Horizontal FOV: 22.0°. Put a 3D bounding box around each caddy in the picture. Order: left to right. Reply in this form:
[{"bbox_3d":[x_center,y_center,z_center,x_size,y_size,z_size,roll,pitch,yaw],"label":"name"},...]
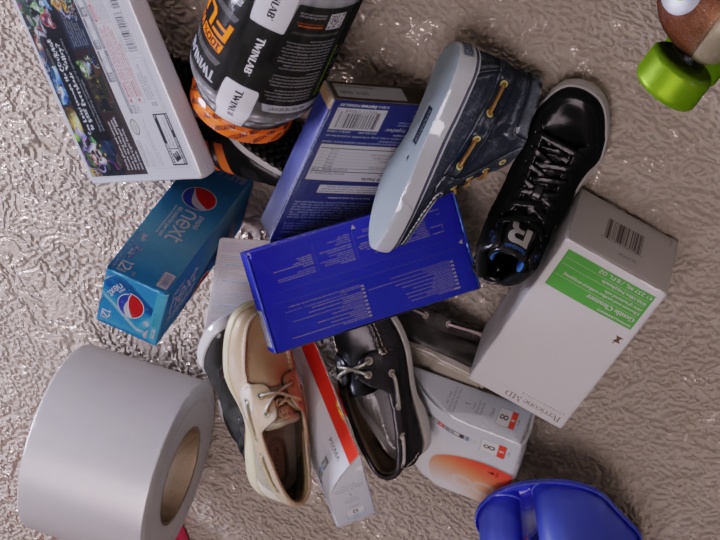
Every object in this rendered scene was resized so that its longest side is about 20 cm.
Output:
[{"bbox_3d":[0.199,0.278,1.848,0.141,0.105,0.200,-20,137,25],"label":"caddy"}]

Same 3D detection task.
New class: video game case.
[{"bbox_3d":[-0.227,-0.174,1.686,0.181,0.023,0.201,1,119,49],"label":"video game case"}]

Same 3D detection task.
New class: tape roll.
[{"bbox_3d":[-0.249,0.192,1.914,0.139,0.203,0.203,17,130,11],"label":"tape roll"}]

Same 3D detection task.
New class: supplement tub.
[{"bbox_3d":[-0.073,-0.212,1.588,0.122,0.123,0.200,28,130,0],"label":"supplement tub"}]

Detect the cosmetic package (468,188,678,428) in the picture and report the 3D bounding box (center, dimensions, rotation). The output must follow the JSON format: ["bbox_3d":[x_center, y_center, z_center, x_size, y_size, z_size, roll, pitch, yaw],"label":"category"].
[{"bbox_3d":[0.193,0.037,1.692,0.107,0.085,0.200,27,130,-3],"label":"cosmetic package"}]

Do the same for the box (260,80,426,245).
[{"bbox_3d":[-0.012,-0.083,1.668,0.121,0.032,0.200,1,133,-31],"label":"box"}]

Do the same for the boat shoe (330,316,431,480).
[{"bbox_3d":[0.008,0.104,1.733,0.074,0.060,0.201,2,121,34],"label":"boat shoe"}]

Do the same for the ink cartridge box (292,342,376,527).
[{"bbox_3d":[-0.043,0.134,1.778,0.047,0.161,0.200,-21,147,-4],"label":"ink cartridge box"}]

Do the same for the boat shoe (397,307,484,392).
[{"bbox_3d":[0.039,0.052,1.779,0.199,0.057,0.067,27,150,-4],"label":"boat shoe"}]

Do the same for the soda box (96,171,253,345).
[{"bbox_3d":[-0.169,-0.023,1.717,0.064,0.200,0.068,24,130,7],"label":"soda box"}]

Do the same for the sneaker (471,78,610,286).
[{"bbox_3d":[0.157,-0.063,1.612,0.073,0.112,0.200,23,132,0],"label":"sneaker"}]

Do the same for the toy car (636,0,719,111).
[{"bbox_3d":[0.233,-0.255,1.425,0.200,0.158,0.165,39,119,6],"label":"toy car"}]

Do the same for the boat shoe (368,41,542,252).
[{"bbox_3d":[0.083,-0.094,1.607,0.091,0.071,0.201,18,112,-20],"label":"boat shoe"}]

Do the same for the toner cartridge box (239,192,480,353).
[{"bbox_3d":[0.000,0.000,1.669,0.199,0.043,0.095,-17,97,-12],"label":"toner cartridge box"}]

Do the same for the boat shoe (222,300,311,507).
[{"bbox_3d":[-0.080,0.126,1.746,0.065,0.072,0.201,19,120,55],"label":"boat shoe"}]

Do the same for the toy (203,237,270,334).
[{"bbox_3d":[-0.092,0.021,1.813,0.115,0.047,0.200,2,139,-10],"label":"toy"}]

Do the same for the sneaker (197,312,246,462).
[{"bbox_3d":[-0.102,0.124,1.807,0.099,0.070,0.200,53,163,32],"label":"sneaker"}]

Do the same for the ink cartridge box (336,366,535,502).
[{"bbox_3d":[0.065,0.156,1.822,0.199,0.050,0.162,17,151,6],"label":"ink cartridge box"}]

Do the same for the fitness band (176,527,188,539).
[{"bbox_3d":[-0.266,0.317,2.123,0.143,0.037,0.201,-3,123,24],"label":"fitness band"}]

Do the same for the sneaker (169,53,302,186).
[{"bbox_3d":[-0.131,-0.121,1.722,0.200,0.070,0.090,31,136,4],"label":"sneaker"}]
